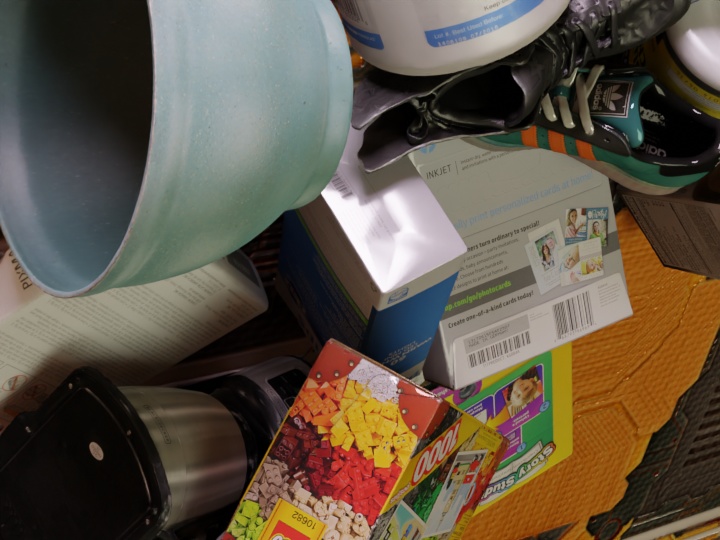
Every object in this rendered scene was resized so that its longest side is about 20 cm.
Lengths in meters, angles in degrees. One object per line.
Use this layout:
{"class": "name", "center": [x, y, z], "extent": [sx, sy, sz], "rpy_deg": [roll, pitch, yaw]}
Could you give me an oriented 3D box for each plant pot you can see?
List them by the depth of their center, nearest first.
{"class": "plant pot", "center": [-0.088, -0.089, 0.842], "extent": [0.134, 0.200, 0.201], "rpy_deg": [-2, 124, -34]}

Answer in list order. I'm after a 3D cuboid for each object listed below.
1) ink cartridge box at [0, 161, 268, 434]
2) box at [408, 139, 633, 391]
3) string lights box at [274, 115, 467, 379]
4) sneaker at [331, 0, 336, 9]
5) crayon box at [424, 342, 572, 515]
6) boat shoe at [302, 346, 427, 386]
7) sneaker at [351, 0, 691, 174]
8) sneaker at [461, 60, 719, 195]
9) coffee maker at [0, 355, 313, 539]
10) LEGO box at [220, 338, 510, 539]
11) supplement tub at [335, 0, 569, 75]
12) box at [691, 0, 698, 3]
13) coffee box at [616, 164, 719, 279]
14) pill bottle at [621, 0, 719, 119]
{"class": "ink cartridge box", "center": [-0.171, 0.032, 0.996], "extent": [0.199, 0.057, 0.163], "rpy_deg": [-28, 155, 10]}
{"class": "box", "center": [0.094, -0.042, 1.116], "extent": [0.155, 0.041, 0.201], "rpy_deg": [-21, 109, -28]}
{"class": "string lights box", "center": [0.000, 0.000, 1.027], "extent": [0.059, 0.103, 0.200], "rpy_deg": [-27, 162, -16]}
{"class": "sneaker", "center": [-0.070, -0.099, 0.959], "extent": [0.115, 0.078, 0.201], "rpy_deg": [-34, 139, -16]}
{"class": "crayon box", "center": [0.066, 0.117, 1.283], "extent": [0.199, 0.058, 0.173], "rpy_deg": [-29, 139, -20]}
{"class": "boat shoe", "center": [0.002, 0.064, 1.167], "extent": [0.200, 0.066, 0.074], "rpy_deg": [-38, 121, -3]}
{"class": "sneaker", "center": [0.091, -0.114, 0.941], "extent": [0.199, 0.104, 0.060], "rpy_deg": [-10, 129, 4]}
{"class": "sneaker", "center": [0.132, -0.104, 1.041], "extent": [0.199, 0.080, 0.072], "rpy_deg": [15, 75, -14]}
{"class": "coffee maker", "center": [-0.129, 0.131, 1.052], "extent": [0.191, 0.135, 0.200], "rpy_deg": [-18, 171, 33]}
{"class": "LEGO box", "center": [0.005, 0.137, 1.008], "extent": [0.149, 0.077, 0.200], "rpy_deg": [-62, 160, -3]}
{"class": "supplement tub", "center": [0.028, -0.214, 0.875], "extent": [0.132, 0.132, 0.201], "rpy_deg": [-32, 128, -16]}
{"class": "box", "center": [0.155, -0.243, 0.960], "extent": [0.157, 0.051, 0.201], "rpy_deg": [-20, 121, 6]}
{"class": "coffee box", "center": [0.284, -0.054, 1.214], "extent": [0.113, 0.200, 0.080], "rpy_deg": [-37, 106, -10]}
{"class": "pill bottle", "center": [0.232, -0.136, 1.122], "extent": [0.112, 0.112, 0.200], "rpy_deg": [-36, 171, -11]}
